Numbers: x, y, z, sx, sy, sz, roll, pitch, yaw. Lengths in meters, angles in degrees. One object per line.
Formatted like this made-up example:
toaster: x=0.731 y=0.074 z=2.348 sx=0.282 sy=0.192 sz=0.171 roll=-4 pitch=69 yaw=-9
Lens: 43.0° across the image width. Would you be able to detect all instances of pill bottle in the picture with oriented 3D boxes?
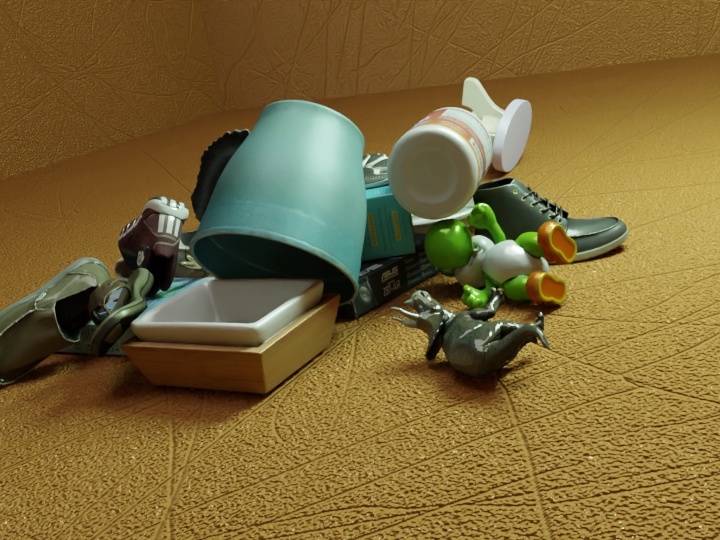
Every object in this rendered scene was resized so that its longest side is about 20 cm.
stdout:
pill bottle: x=0.107 y=-0.142 z=1.152 sx=0.110 sy=0.114 sz=0.200 roll=-6 pitch=16 yaw=17

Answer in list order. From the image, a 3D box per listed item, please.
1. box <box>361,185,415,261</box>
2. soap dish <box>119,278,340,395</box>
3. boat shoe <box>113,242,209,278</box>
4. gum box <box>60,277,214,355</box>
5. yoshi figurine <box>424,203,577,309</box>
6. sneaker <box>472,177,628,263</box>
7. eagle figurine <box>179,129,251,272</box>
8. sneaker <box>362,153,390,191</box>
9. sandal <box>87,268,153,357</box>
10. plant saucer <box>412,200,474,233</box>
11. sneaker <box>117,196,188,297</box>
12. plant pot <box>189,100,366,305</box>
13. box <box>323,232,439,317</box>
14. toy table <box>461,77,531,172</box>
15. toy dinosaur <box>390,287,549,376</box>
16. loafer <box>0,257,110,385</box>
box: x=-0.031 y=-0.052 z=1.179 sx=0.196 sy=0.084 sz=0.049 roll=-10 pitch=16 yaw=7
soap dish: x=-0.139 y=0.070 z=1.008 sx=0.197 sy=0.083 sz=0.157 roll=0 pitch=20 yaw=32
boat shoe: x=-0.310 y=-0.009 z=1.393 sx=0.199 sy=0.076 sz=0.086 roll=0 pitch=19 yaw=39
gum box: x=-0.317 y=0.058 z=1.229 sx=0.197 sy=0.045 sz=0.170 roll=-1 pitch=20 yaw=31
yoshi figurine: x=0.146 y=-0.017 z=1.071 sx=0.112 sy=0.114 sz=0.198 roll=-30 pitch=21 yaw=-32
sneaker: x=0.240 y=-0.070 z=1.174 sx=0.196 sy=0.108 sz=0.075 roll=-7 pitch=16 yaw=14
eagle figurine: x=-0.163 y=-0.084 z=1.272 sx=0.149 sy=0.203 sz=0.152 roll=20 pitch=0 yaw=-4
sneaker: x=-0.014 y=-0.091 z=1.260 sx=0.199 sy=0.083 sz=0.081 roll=-28 pitch=27 yaw=39
sandal: x=-0.289 y=0.040 z=1.064 sx=0.080 sy=0.057 sz=0.201 roll=-47 pitch=16 yaw=7
plant saucer: x=0.104 y=-0.076 z=1.385 sx=0.196 sy=0.051 sz=0.200 roll=-10 pitch=17 yaw=3
sneaker: x=-0.291 y=-0.009 z=1.237 sx=0.074 sy=0.118 sz=0.200 roll=12 pitch=-27 yaw=-20
plant pot: x=-0.079 y=-0.084 z=1.063 sx=0.196 sy=0.191 sz=0.201 roll=11 pitch=-21 yaw=4
box: x=0.000 y=0.000 z=1.213 sx=0.159 sy=0.044 sz=0.199 roll=5 pitch=23 yaw=44
toy table: x=0.243 y=-0.262 z=1.728 sx=0.115 sy=0.187 sz=0.200 roll=14 pitch=15 yaw=19
toy dinosaur: x=0.119 y=0.072 z=0.886 sx=0.101 sy=0.078 sz=0.200 roll=-28 pitch=26 yaw=-14
loafer: x=-0.385 y=0.065 z=1.117 sx=0.200 sy=0.076 sz=0.069 roll=-45 pitch=38 yaw=-11
